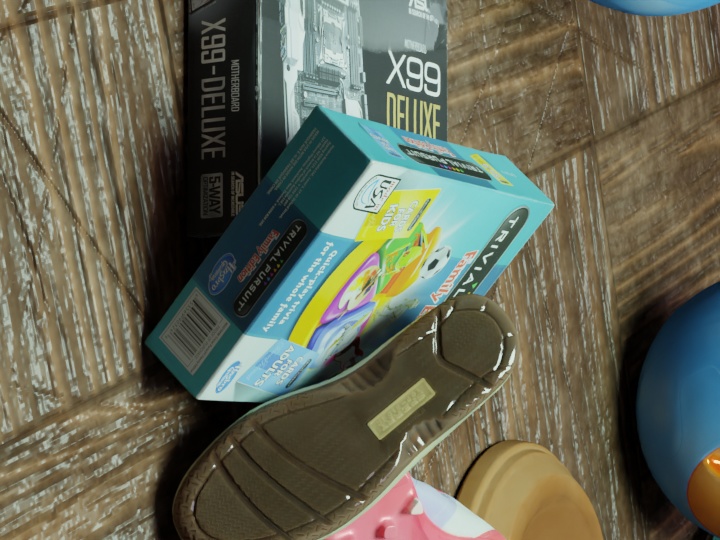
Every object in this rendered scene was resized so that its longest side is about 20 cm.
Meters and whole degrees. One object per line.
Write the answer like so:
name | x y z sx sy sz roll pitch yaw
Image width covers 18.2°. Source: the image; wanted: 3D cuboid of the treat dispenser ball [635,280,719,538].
treat dispenser ball | 0.297 0.100 1.600 0.201 0.200 0.202 8 81 -59

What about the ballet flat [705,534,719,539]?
ballet flat | 0.319 0.214 1.768 0.200 0.071 0.072 -35 117 -55

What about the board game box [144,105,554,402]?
board game box | 0.000 0.000 1.167 0.151 0.047 0.200 -53 153 16

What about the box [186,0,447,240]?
box | -0.019 -0.089 1.224 0.200 0.050 0.159 8 81 -59

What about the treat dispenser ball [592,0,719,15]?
treat dispenser ball | 0.190 -0.265 1.433 0.201 0.200 0.202 8 81 -59

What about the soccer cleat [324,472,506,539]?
soccer cleat | 0.017 0.138 1.269 0.200 0.076 0.067 36 91 -37

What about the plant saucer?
plant saucer | 0.112 0.209 1.438 0.200 0.037 0.201 9 80 -60

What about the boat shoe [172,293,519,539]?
boat shoe | -0.007 0.089 1.158 0.075 0.202 0.075 59 -13 5
